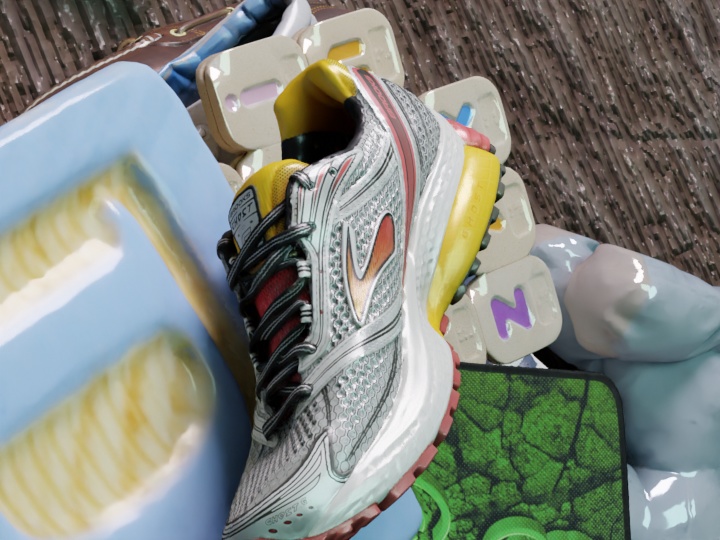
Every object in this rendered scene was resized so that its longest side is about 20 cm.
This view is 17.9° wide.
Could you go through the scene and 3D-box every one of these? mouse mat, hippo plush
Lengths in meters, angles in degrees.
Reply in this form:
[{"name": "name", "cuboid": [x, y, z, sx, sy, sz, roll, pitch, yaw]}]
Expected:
[{"name": "mouse mat", "cuboid": [0.041, 0.115, 0.917, 0.200, 0.008, 0.161, 6, 77, -39]}, {"name": "hippo plush", "cuboid": [0.135, 0.078, 1.107, 0.200, 0.159, 0.161, 18, 91, -21]}]

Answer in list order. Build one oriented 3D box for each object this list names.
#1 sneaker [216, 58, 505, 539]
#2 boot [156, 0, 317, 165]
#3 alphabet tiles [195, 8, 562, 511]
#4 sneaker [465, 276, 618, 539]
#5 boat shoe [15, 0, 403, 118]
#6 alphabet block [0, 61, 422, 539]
[{"name": "sneaker", "cuboid": [-0.016, 0.014, 0.735, 0.082, 0.078, 0.200, 36, 42, -22]}, {"name": "boot", "cuboid": [-0.077, -0.027, 0.930, 0.200, 0.073, 0.096, -51, 133, -23]}, {"name": "alphabet tiles", "cuboid": [0.000, 0.000, 0.918, 0.195, 0.015, 0.200, -23, 100, -41]}, {"name": "sneaker", "cuboid": [0.041, 0.051, 1.019, 0.084, 0.075, 0.200, 15, 39, -48]}, {"name": "boat shoe", "cuboid": [-0.076, -0.076, 1.003, 0.200, 0.070, 0.070, -18, 49, -40]}, {"name": "alphabet block", "cuboid": [-0.139, 0.074, 0.783, 0.195, 0.200, 0.197, -35, 97, -44]}]
